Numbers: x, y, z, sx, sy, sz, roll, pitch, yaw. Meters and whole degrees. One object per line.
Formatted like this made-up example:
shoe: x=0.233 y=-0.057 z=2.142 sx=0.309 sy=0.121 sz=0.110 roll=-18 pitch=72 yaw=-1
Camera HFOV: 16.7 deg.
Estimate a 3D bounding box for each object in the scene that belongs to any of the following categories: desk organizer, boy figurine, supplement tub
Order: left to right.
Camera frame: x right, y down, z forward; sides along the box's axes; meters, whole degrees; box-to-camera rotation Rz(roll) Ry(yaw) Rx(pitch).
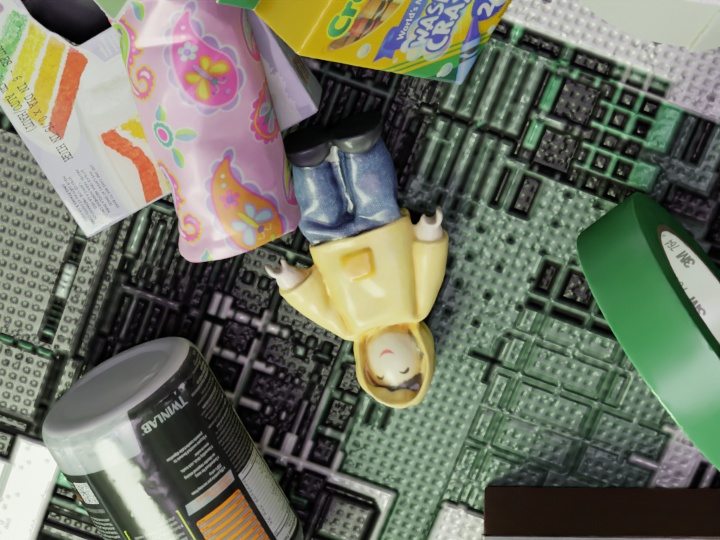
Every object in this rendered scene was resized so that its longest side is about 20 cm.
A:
supplement tub: x=-0.118 y=0.157 z=1.657 sx=0.122 sy=0.123 sz=0.201 roll=-24 pitch=109 yaw=12
boy figurine: x=0.000 y=0.000 z=1.619 sx=0.123 sy=0.064 sz=0.201 roll=-12 pitch=108 yaw=5
desk organizer: x=0.181 y=0.196 z=1.683 sx=0.198 sy=0.077 sz=0.072 roll=0 pitch=113 yaw=3

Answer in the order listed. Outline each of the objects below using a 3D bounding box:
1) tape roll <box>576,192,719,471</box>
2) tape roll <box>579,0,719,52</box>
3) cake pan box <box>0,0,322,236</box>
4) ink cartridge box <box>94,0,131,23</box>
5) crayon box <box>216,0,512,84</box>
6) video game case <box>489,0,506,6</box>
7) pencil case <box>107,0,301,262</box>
tape roll: x=0.215 y=0.045 z=1.552 sx=0.048 sy=0.201 sz=0.201 roll=-35 pitch=107 yaw=16
tape roll: x=0.203 y=-0.241 z=1.428 sx=0.201 sy=0.139 sz=0.205 roll=0 pitch=85 yaw=-1
cake pan box: x=-0.149 y=-0.149 z=1.572 sx=0.183 sy=0.052 sz=0.201 roll=-27 pitch=109 yaw=10
ink cartridge box: x=-0.160 y=-0.265 z=1.473 sx=0.200 sy=0.048 sz=0.146 roll=45 pitch=111 yaw=19
crayon box: x=0.021 y=-0.186 z=1.478 sx=0.052 sy=0.199 sz=0.126 roll=45 pitch=115 yaw=32
video game case: x=0.098 y=-0.278 z=1.351 sx=0.200 sy=0.022 sz=0.183 roll=-38 pitch=86 yaw=-2
pencil case: x=-0.100 y=-0.108 z=1.518 sx=0.087 sy=0.088 sz=0.201 roll=-14 pitch=110 yaw=8
